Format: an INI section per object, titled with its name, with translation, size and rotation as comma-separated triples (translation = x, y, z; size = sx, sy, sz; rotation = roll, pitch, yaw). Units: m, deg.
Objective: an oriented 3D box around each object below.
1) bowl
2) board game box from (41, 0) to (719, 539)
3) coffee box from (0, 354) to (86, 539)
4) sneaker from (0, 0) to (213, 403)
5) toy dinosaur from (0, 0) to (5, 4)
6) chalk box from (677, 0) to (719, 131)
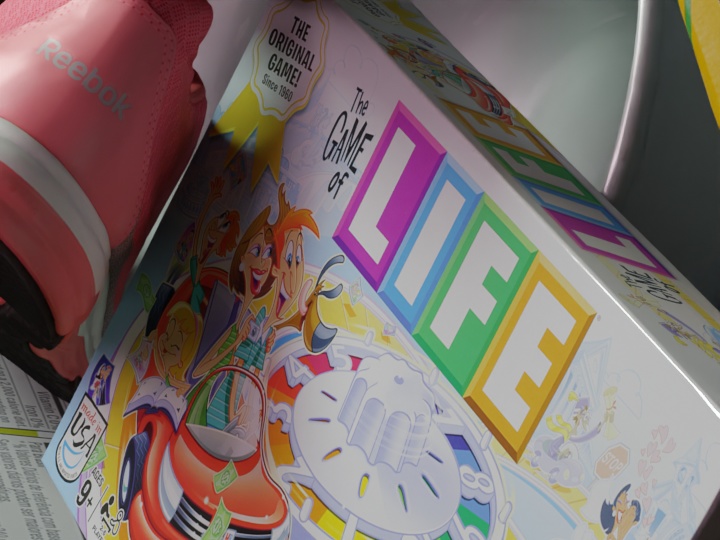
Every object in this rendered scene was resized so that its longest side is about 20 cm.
[bowl]
translation = 0.032, -0.026, 0.688
size = 0.201, 0.090, 0.201
rotation = -26, 57, 48
[board game box]
translation = 0.008, 0.040, 0.585
size = 0.135, 0.034, 0.200
rotation = -62, 35, 17
[coffee box]
translation = -0.097, 0.135, 0.745
size = 0.200, 0.197, 0.200
rotation = -126, 47, -59
[sneaker]
translation = -0.067, -0.025, 0.688
size = 0.087, 0.074, 0.200
rotation = -51, 5, -10
[toy dinosaur]
translation = -0.082, -0.066, 0.771
size = 0.047, 0.200, 0.088
rotation = 51, 154, 30
[chalk box]
translation = 0.149, -0.039, 0.530
size = 0.124, 0.124, 0.200
rotation = -26, 80, 51
